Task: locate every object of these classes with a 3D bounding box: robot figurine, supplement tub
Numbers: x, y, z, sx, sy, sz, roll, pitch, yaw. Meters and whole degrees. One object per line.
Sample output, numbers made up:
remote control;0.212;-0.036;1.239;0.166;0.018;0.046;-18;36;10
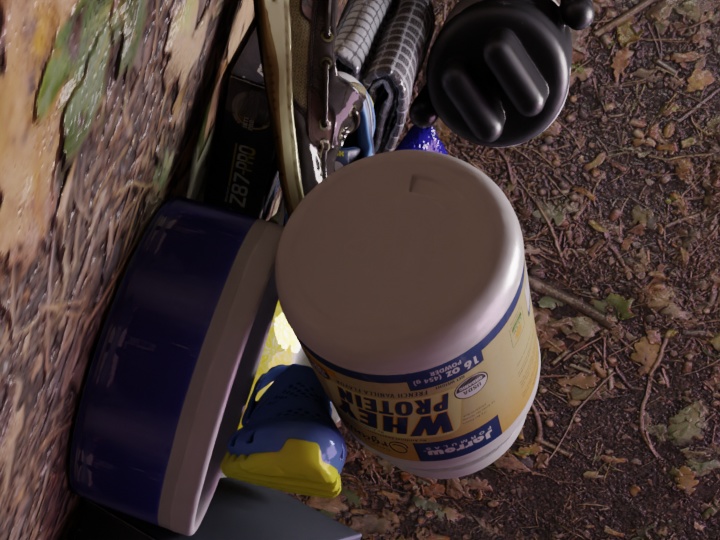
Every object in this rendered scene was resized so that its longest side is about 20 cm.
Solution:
robot figurine;0.122;-0.185;0.899;0.200;0.149;0.126;-65;160;-61
supplement tub;0.038;0.037;0.646;0.201;0.143;0.146;67;35;-55

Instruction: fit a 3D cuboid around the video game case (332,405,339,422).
video game case;0.034;0.047;1.051;0.201;0.022;0.182;-52;-175;11

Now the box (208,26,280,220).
box;-0.065;-0.138;0.812;0.162;0.049;0.201;112;-3;-46

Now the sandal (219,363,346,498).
sandal;-0.049;0.104;0.692;0.200;0.079;0.088;152;-47;-77

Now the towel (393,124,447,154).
towel;0.031;-0.040;1.050;0.201;0.049;0.148;-55;159;-4

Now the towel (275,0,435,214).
towel;-0.002;-0.132;0.885;0.166;0.085;0.201;-74;-175;-48

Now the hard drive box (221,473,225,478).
hard drive box;-0.159;0.264;0.884;0.156;0.076;0.202;7;101;-74

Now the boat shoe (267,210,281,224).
boat shoe;0.000;0.000;0.849;0.067;0.074;0.200;-50;140;-6

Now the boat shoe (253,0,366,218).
boat shoe;-0.027;-0.109;0.651;0.073;0.064;0.202;-115;-163;-76

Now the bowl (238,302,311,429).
bowl;-0.076;0.073;0.857;0.200;0.107;0.202;11;90;-75

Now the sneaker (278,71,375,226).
sneaker;-0.025;-0.047;0.730;0.082;0.073;0.202;109;-19;-84

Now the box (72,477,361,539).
box;-0.116;0.264;0.720;0.200;0.122;0.200;11;97;-62

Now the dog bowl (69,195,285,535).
dog bowl;-0.110;0.058;0.653;0.200;0.078;0.202;-162;-90;-90
